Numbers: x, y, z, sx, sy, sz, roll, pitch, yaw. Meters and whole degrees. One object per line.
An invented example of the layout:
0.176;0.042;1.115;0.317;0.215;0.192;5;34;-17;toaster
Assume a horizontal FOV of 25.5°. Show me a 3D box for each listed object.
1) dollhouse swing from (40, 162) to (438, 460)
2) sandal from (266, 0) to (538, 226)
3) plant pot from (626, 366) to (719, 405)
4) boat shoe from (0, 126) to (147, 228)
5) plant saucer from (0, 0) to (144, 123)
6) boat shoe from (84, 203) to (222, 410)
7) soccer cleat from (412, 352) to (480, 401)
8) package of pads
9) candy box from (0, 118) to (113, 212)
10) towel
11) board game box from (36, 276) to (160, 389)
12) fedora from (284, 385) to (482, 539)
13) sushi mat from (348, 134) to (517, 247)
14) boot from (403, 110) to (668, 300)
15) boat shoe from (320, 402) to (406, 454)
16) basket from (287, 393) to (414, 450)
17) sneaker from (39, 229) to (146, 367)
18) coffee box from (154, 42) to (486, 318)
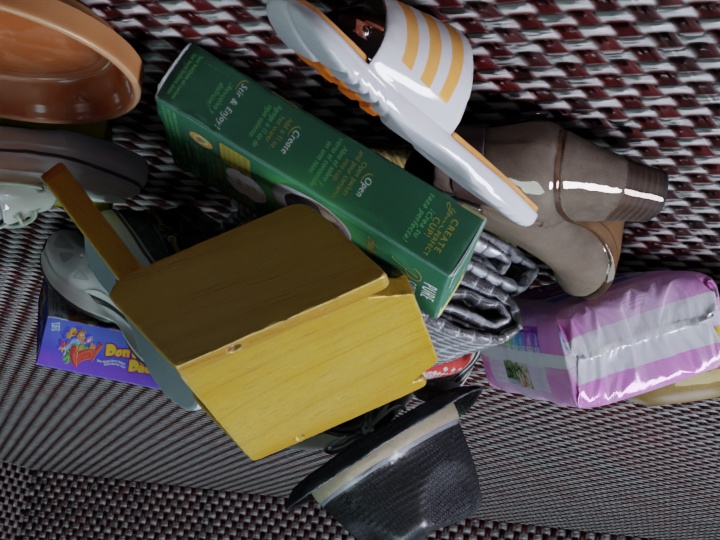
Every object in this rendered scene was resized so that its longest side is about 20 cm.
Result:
-0.074;-0.001;0.998;0.181;0.176;0.200;-24;156;0;dollhouse swing
0.034;-0.096;0.819;0.207;0.059;0.079;35;-178;-40;sandal
0.279;0.068;1.191;0.199;0.028;0.200;-14;-178;1;plant pot
-0.235;-0.056;1.025;0.200;0.067;0.074;9;167;-27;boat shoe
-0.222;-0.133;0.908;0.200;0.032;0.200;9;167;2;plant saucer
-0.125;0.017;1.170;0.091;0.200;0.071;-12;136;-28;boat shoe
0.058;0.074;1.294;0.068;0.085;0.200;25;-163;15;soccer cleat
0.167;0.046;1.141;0.120;0.076;0.200;-14;-177;-12;package of pads
-0.226;-0.083;1.127;0.102;0.026;0.200;7;167;-6;candy box
0.000;0.000;1.105;0.200;0.086;0.166;25;164;-13;towel
-0.221;0.048;1.435;0.134;0.045;0.200;13;-168;-14;board game box
0.038;0.171;1.256;0.200;0.092;0.201;-32;170;-6;fedora
0.052;-0.051;1.087;0.095;0.012;0.200;8;166;15;sushi mat
0.096;-0.040;0.983;0.146;0.070;0.200;9;158;-6;boot
-0.015;0.099;1.223;0.062;0.075;0.200;46;178;28;boat shoe
-0.046;0.052;1.315;0.180;0.136;0.200;-26;154;4;basket
-0.187;-0.009;1.325;0.200;0.116;0.076;35;-148;32;sneaker
-0.024;-0.049;0.943;0.200;0.044;0.123;31;167;7;coffee box
